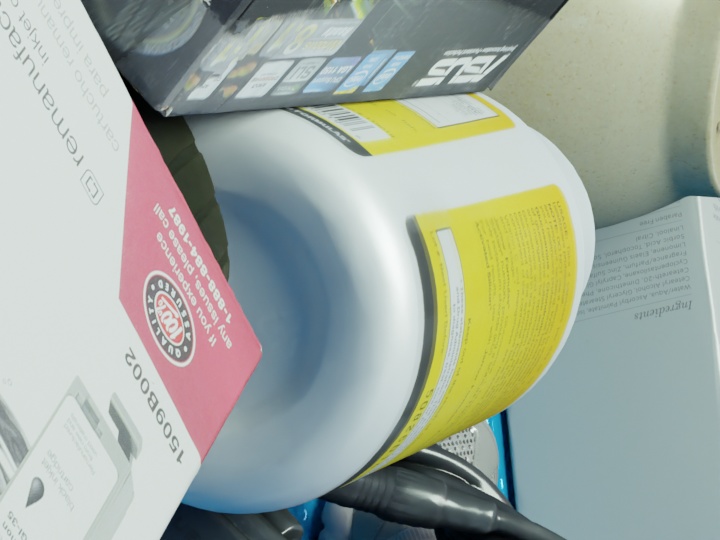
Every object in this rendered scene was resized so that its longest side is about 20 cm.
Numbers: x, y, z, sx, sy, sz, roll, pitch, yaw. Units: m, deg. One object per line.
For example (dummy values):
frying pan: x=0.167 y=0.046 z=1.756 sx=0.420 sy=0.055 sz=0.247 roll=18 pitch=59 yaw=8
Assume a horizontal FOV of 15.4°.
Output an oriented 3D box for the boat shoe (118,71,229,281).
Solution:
boat shoe: x=-0.102 y=-0.066 z=0.676 sx=0.076 sy=0.074 sz=0.200 roll=-6 pitch=76 yaw=-63

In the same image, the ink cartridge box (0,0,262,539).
ink cartridge box: x=-0.111 y=0.025 z=0.542 sx=0.147 sy=0.083 sz=0.200 roll=64 pitch=29 yaw=-25

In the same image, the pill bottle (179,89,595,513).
pill bottle: x=0.000 y=0.000 z=0.786 sx=0.200 sy=0.112 sz=0.112 roll=-15 pitch=91 yaw=-65

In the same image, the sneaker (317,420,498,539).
sneaker: x=0.032 y=0.125 z=0.900 sx=0.075 sy=0.082 sz=0.200 roll=53 pitch=35 yaw=-38

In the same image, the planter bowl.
planter bowl: x=0.088 y=-0.099 z=0.977 sx=0.200 sy=0.135 sz=0.200 roll=14 pitch=90 yaw=-69

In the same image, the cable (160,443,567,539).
cable: x=0.017 y=0.103 z=0.802 sx=0.200 sy=0.051 sz=0.163 roll=38 pitch=21 yaw=25

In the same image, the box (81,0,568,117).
box: x=0.029 y=-0.115 z=0.695 sx=0.049 sy=0.161 sz=0.200 roll=49 pitch=23 yaw=14

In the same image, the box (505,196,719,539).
box: x=0.127 y=0.043 z=1.108 sx=0.124 sy=0.097 sz=0.200 roll=28 pitch=52 yaw=-56
